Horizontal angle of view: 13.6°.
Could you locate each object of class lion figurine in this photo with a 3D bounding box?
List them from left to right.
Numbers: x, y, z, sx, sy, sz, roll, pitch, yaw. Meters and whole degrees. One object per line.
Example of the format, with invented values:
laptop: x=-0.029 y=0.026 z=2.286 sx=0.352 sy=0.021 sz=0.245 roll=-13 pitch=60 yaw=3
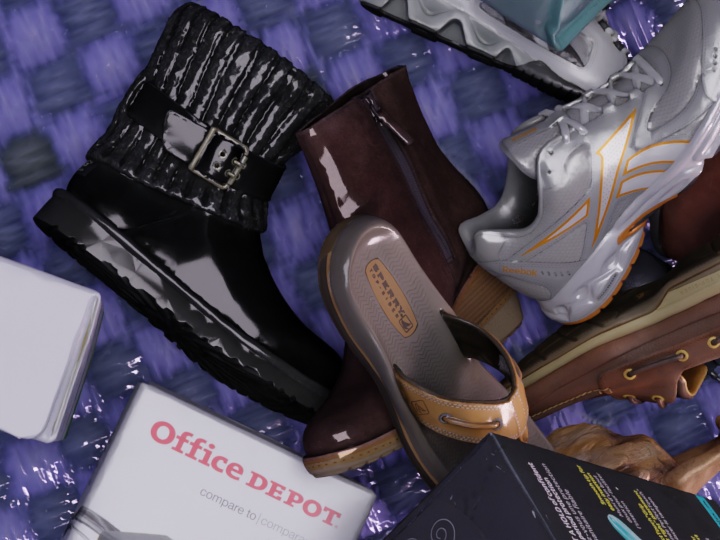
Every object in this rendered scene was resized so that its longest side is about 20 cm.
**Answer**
lion figurine: x=0.182 y=0.156 z=1.665 sx=0.122 sy=0.072 sz=0.200 roll=-36 pitch=96 yaw=6

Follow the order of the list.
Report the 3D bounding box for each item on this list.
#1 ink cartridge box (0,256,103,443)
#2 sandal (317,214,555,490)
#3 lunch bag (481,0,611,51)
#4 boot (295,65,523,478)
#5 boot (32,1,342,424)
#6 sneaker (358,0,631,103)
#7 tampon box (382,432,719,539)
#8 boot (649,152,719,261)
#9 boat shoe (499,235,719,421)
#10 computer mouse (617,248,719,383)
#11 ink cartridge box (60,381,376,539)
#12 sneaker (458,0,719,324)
ink cartridge box: x=-0.212 y=0.031 z=1.571 sx=0.145 sy=0.200 sz=0.084 roll=19 pitch=86 yaw=-4
sandal: x=0.052 y=0.053 z=1.557 sx=0.082 sy=0.054 sz=0.200 roll=-47 pitch=113 yaw=-43
lunch bag: x=0.108 y=-0.241 z=1.619 sx=0.170 sy=0.122 sz=0.200 roll=35 pitch=61 yaw=23
boot: x=0.000 y=0.000 z=1.613 sx=0.200 sy=0.072 sz=0.167 roll=-42 pitch=110 yaw=-44
boot: x=-0.057 y=-0.030 z=1.647 sx=0.211 sy=0.079 sz=0.158 roll=40 pitch=78 yaw=-10
sneaker: x=0.107 y=-0.144 z=1.666 sx=0.199 sy=0.074 sz=0.089 roll=26 pitch=88 yaw=-4
tampon box: x=0.118 y=0.192 z=1.528 sx=0.126 sy=0.200 sz=0.150 roll=-47 pitch=51 yaw=21
boot: x=0.268 y=-0.036 z=1.619 sx=0.200 sy=0.068 sz=0.189 roll=39 pitch=114 yaw=21
boat shoe: x=0.157 y=0.044 z=1.633 sx=0.200 sy=0.072 sz=0.068 roll=-30 pitch=96 yaw=27
computer mouse: x=0.203 y=0.063 z=1.687 sx=0.200 sy=0.034 sz=0.059 roll=43 pitch=85 yaw=-2
ink cartridge box: x=-0.098 y=0.178 z=1.634 sx=0.145 sy=0.084 sz=0.201 roll=26 pitch=86 yaw=-3
sneaker: x=0.128 y=-0.069 z=1.598 sx=0.092 sy=0.076 sz=0.200 roll=26 pitch=105 yaw=-22
